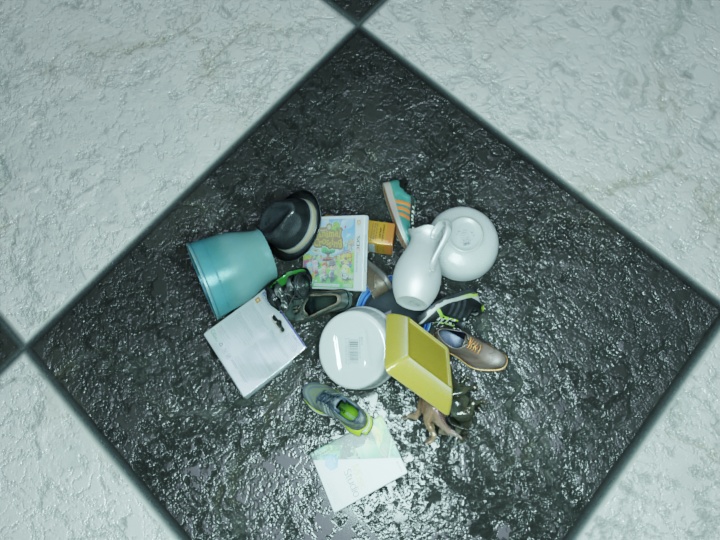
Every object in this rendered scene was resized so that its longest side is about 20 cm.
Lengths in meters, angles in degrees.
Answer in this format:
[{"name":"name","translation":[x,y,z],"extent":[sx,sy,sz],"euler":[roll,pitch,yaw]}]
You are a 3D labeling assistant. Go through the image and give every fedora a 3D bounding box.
[{"name":"fedora","translation":[-0.195,-0.123,1.487],"extent":[0.197,0.090,0.207],"euler":[-8,77,38]}]

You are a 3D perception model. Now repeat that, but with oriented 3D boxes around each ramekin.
[{"name":"ramekin","translation":[-0.006,0.189,1.388],"extent":[0.194,0.097,0.207],"euler":[-1,85,17]}]

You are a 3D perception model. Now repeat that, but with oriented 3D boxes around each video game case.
[{"name":"video game case","translation":[-0.067,-0.045,1.464],"extent":[0.195,0.022,0.188],"euler":[2,89,35]}]

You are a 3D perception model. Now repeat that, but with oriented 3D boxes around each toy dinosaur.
[{"name":"toy dinosaur","translation":[0.166,0.312,1.346],"extent":[0.083,0.200,0.140],"euler":[-2,110,-23]},{"name":"toy dinosaur","translation":[0.237,0.308,1.382],"extent":[0.100,0.077,0.205],"euler":[-14,75,-17]}]

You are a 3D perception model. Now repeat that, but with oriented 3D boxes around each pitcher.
[{"name":"pitcher","translation":[0.156,-0.018,1.395],"extent":[0.119,0.171,0.205],"euler":[23,65,-17]}]

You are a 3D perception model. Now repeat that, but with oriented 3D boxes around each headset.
[{"name":"headset","translation":[-0.184,0.040,1.417],"extent":[0.121,0.201,0.096],"euler":[-24,113,6]}]

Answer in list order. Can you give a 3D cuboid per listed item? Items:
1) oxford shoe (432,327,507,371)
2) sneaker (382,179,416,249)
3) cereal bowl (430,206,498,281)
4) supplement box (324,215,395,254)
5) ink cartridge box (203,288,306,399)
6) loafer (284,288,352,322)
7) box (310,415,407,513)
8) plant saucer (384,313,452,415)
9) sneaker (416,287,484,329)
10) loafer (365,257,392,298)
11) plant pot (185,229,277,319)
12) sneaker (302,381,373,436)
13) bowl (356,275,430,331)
[{"name":"oxford shoe","translation":[0.272,0.196,1.419],"extent":[0.195,0.073,0.073],"euler":[18,72,8]},{"name":"sneaker","translation":[0.121,-0.156,1.545],"extent":[0.078,0.072,0.205],"euler":[-15,73,-4]},{"name":"cereal bowl","translation":[0.270,-0.080,1.508],"extent":[0.193,0.084,0.206],"euler":[-1,70,2]},{"name":"supplement box","translation":[-0.006,-0.095,1.532],"extent":[0.194,0.069,0.068],"euler":[6,70,8]},{"name":"ink cartridge box","translation":[-0.265,0.184,1.461],"extent":[0.198,0.041,0.201],"euler":[-35,74,-10]},{"name":"loafer","translation":[-0.117,0.084,1.437],"extent":[0.195,0.062,0.074],"euler":[-16,80,26]},{"name":"box","translation":[-0.004,0.457,1.361],"extent":[0.196,0.036,0.147],"euler":[-26,72,-8]},{"name":"plant saucer","translation":[0.145,0.202,1.328],"extent":[0.198,0.202,0.048],"euler":[38,118,-19]},{"name":"sneaker","translation":[0.232,0.108,1.429],"extent":[0.196,0.072,0.085],"euler":[-19,77,-26]},{"name":"loafer","translation":[0.000,0.000,1.468],"extent":[0.071,0.073,0.199],"euler":[-43,47,-7]},{"name":"plant pot","translation":[-0.317,-0.009,1.454],"extent":[0.184,0.201,0.203],"euler":[-24,71,-17]},{"name":"sneaker","translation":[-0.060,0.317,1.374],"extent":[0.196,0.082,0.075],"euler":[21,63,24]},{"name":"bowl","translation":[0.084,0.115,1.471],"extent":[0.194,0.040,0.207],"euler":[-1,72,2]}]
